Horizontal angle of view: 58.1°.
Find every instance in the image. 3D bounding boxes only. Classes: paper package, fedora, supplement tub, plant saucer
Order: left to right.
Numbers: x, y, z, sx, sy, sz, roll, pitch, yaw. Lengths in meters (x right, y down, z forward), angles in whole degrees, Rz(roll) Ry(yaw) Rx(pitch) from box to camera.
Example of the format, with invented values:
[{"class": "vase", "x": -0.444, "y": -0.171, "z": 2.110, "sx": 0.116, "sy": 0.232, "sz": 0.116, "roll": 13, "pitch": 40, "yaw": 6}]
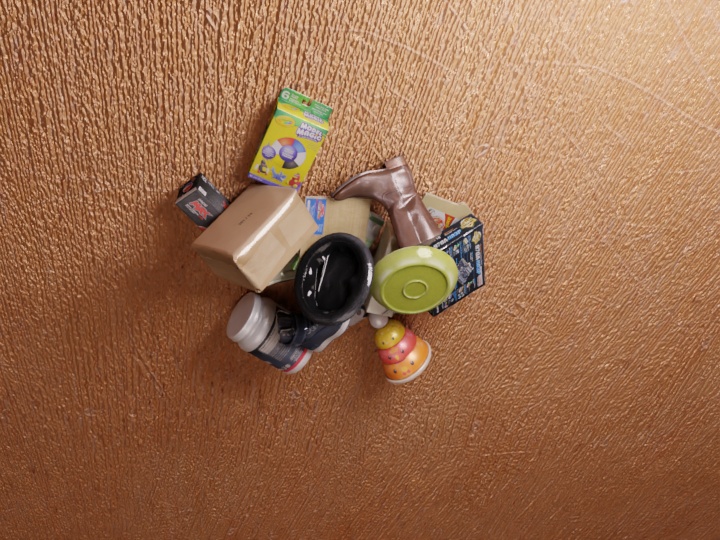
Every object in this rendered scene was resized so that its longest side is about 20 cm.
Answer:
[{"class": "paper package", "x": -0.217, "y": -0.073, "z": 1.334, "sx": 0.189, "sy": 0.201, "sz": 0.104, "roll": 14, "pitch": 146, "yaw": 47}, {"class": "supplement tub", "x": -0.220, "y": 0.157, "z": 1.621, "sx": 0.199, "sy": 0.142, "sz": 0.140, "roll": 34, "pitch": 123, "yaw": -28}, {"class": "fedora", "x": -0.047, "y": 0.025, "z": 1.405, "sx": 0.197, "sy": 0.205, "sz": 0.092, "roll": -19, "pitch": 160, "yaw": 14}, {"class": "plant saucer", "x": 0.115, "y": 0.031, "z": 1.394, "sx": 0.195, "sy": 0.031, "sz": 0.203, "roll": -3, "pitch": 135, "yaw": -3}]

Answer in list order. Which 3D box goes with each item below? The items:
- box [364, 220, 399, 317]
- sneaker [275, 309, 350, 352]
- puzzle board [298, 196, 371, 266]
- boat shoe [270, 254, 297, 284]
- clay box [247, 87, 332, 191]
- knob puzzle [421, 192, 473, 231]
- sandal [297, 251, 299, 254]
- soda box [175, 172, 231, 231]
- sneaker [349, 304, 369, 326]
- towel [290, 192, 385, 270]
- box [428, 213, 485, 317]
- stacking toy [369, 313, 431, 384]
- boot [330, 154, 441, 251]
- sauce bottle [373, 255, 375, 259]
[{"class": "box", "x": 0.065, "y": -0.003, "z": 1.460, "sx": 0.067, "sy": 0.083, "sz": 0.203, "roll": 11, "pitch": 120, "yaw": -12}, {"class": "sneaker", "x": -0.114, "y": 0.114, "z": 1.507, "sx": 0.144, "sy": 0.078, "sz": 0.203, "roll": 18, "pitch": 131, "yaw": -29}, {"class": "puzzle board", "x": -0.060, "y": -0.067, "z": 1.429, "sx": 0.147, "sy": 0.017, "sz": 0.204, "roll": 0, "pitch": 116, "yaw": -17}, {"class": "boat shoe", "x": -0.226, "y": 0.004, "z": 1.498, "sx": 0.197, "sy": 0.074, "sz": 0.067, "roll": -5, "pitch": 175, "yaw": -35}, {"class": "clay box", "x": -0.144, "y": -0.259, "z": 1.318, "sx": 0.113, "sy": 0.048, "sz": 0.201, "roll": 18, "pitch": 129, "yaw": -18}, {"class": "knob puzzle", "x": 0.188, "y": -0.080, "z": 1.499, "sx": 0.214, "sy": 0.031, "sz": 0.223, "roll": -4, "pitch": 127, "yaw": -5}, {"class": "sandal", "x": -0.132, "y": -0.074, "z": 1.475, "sx": 0.078, "sy": 0.060, "sz": 0.208, "roll": -21, "pitch": 130, "yaw": 16}, {"class": "soda box", "x": -0.312, "y": -0.114, "z": 1.430, "sx": 0.070, "sy": 0.064, "sz": 0.200, "roll": -27, "pitch": 127, "yaw": 21}, {"class": "sneaker", "x": -0.037, "y": 0.067, "z": 1.594, "sx": 0.138, "sy": 0.079, "sz": 0.200, "roll": -22, "pitch": 144, "yaw": 12}, {"class": "towel", "x": -0.051, "y": -0.064, "z": 1.460, "sx": 0.147, "sy": 0.031, "sz": 0.202, "roll": 26, "pitch": 106, "yaw": -27}, {"class": "box", "x": 0.207, "y": -0.008, "z": 1.466, "sx": 0.157, "sy": 0.046, "sz": 0.202, "roll": -31, "pitch": 138, "yaw": -15}, {"class": "stacking toy", "x": 0.079, "y": 0.178, "z": 1.670, "sx": 0.144, "sy": 0.147, "sz": 0.201, "roll": -27, "pitch": 117, "yaw": 21}, {"class": "boot", "x": 0.054, "y": -0.114, "z": 1.356, "sx": 0.183, "sy": 0.064, "sz": 0.203, "roll": -24, "pitch": 90, "yaw": 3}, {"class": "sauce bottle", "x": 0.000, "y": 0.000, "z": 1.542, "sx": 0.195, "sy": 0.065, "sz": 0.066, "roll": -4, "pitch": 132, "yaw": 1}]
